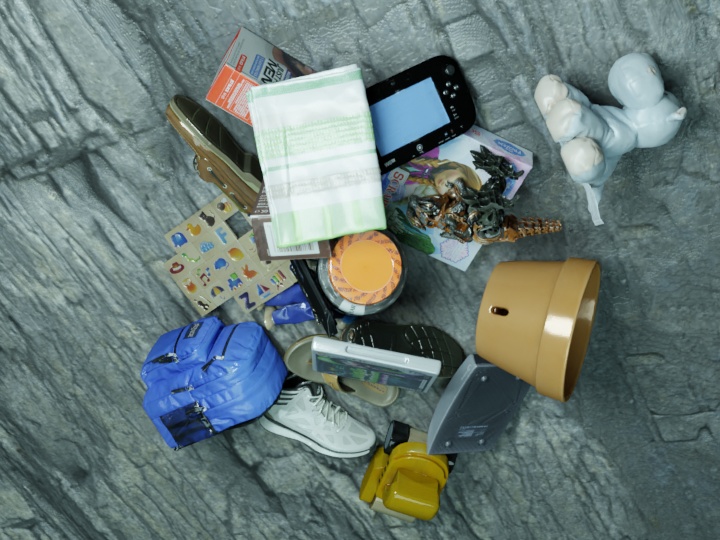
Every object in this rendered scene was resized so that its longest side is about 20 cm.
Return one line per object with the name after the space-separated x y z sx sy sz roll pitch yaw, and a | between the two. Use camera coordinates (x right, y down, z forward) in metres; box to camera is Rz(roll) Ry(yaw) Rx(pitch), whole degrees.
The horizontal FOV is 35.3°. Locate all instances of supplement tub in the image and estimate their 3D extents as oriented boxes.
0.000 0.000 1.546 0.120 0.200 0.125 0 88 -3 | supplement tub

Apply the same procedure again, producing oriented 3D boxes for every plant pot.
0.247 0.070 1.594 0.138 0.201 0.202 14 130 20 | plant pot

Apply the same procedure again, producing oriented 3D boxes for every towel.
-0.053 -0.138 1.374 0.147 0.031 0.203 -10 91 10 | towel

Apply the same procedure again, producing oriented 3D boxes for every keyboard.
-0.078 0.004 1.569 0.020 0.202 0.128 -23 156 -10 | keyboard

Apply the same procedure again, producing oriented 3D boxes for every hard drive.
0.183 0.205 1.754 0.133 0.043 0.202 0 132 -28 | hard drive

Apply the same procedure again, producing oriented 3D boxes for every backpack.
-0.224 0.163 1.739 0.197 0.163 0.169 -17 119 21 | backpack

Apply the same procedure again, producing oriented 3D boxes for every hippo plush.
0.323 -0.178 1.403 0.159 0.159 0.202 -26 101 12 | hippo plush

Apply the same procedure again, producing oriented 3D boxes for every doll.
-0.059 0.034 1.688 0.197 0.049 0.138 -11 125 17 | doll

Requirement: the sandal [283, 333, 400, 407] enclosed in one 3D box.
-0.023 0.161 1.760 0.198 0.054 0.081 27 102 -14 | sandal

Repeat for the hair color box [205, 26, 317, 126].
-0.091 -0.219 1.465 0.198 0.112 0.064 30 125 -15 | hair color box

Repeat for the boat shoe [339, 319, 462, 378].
0.059 0.118 1.727 0.197 0.077 0.074 16 164 -17 | boat shoe

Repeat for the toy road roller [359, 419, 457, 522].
0.075 0.356 1.847 0.121 0.147 0.202 18 127 -5 | toy road roller

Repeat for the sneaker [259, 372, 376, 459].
-0.061 0.228 1.816 0.198 0.076 0.116 17 129 -1 | sneaker

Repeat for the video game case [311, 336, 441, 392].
0.018 0.138 1.631 0.179 0.024 0.200 11 167 1 | video game case

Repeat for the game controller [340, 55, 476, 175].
0.055 -0.194 1.431 0.105 0.198 0.042 62 160 0 | game controller

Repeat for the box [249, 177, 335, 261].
-0.075 -0.100 1.495 0.098 0.201 0.076 -3 124 10 | box

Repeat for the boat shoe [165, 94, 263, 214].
-0.200 -0.151 1.552 0.068 0.072 0.200 -36 112 25 | boat shoe

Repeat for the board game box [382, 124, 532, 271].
0.104 -0.118 1.554 0.197 0.041 0.201 23 127 -9 | board game box

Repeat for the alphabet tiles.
-0.194 -0.017 1.669 0.199 0.008 0.168 -31 102 27 | alphabet tiles

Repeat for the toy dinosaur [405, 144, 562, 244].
0.164 -0.083 1.507 0.197 0.103 0.137 -7 144 -10 | toy dinosaur
